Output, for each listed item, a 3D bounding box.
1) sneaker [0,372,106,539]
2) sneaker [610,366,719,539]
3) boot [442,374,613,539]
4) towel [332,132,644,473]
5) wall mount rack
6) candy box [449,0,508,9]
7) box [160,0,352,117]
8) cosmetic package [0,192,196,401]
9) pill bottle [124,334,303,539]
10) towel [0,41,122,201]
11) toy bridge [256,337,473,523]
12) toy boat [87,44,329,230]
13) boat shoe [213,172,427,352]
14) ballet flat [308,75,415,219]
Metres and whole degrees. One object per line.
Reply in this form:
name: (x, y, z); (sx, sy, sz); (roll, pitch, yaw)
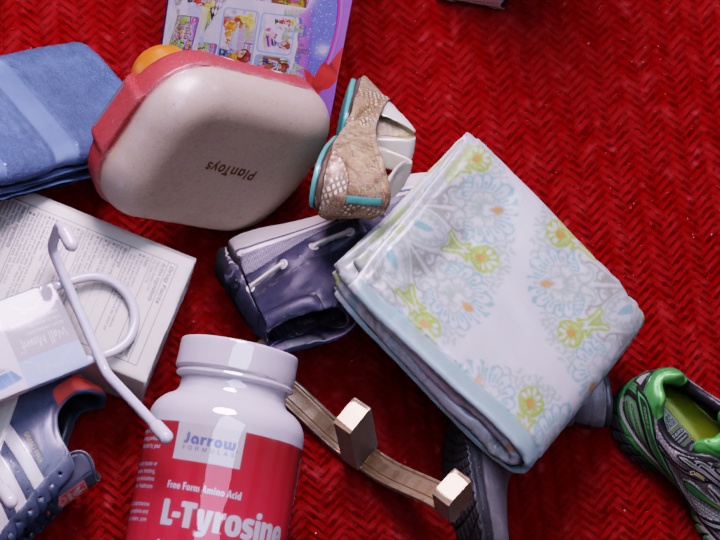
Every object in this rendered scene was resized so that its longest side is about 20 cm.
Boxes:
sneaker: (-0.230, 0.158, 1.602); (0.084, 0.075, 0.202); (13, 71, 4)
sneaker: (0.268, 0.152, 1.691); (0.200, 0.085, 0.078); (41, 70, 3)
boot: (0.127, 0.114, 1.689); (0.130, 0.070, 0.202); (-2, 77, -16)
towel: (0.094, 0.021, 1.653); (0.200, 0.048, 0.171); (46, 60, -4)
wall mount rack: (-0.222, 0.068, 1.547); (0.199, 0.075, 0.175); (-22, 77, -24)
candy box: (0.110, -0.303, 1.745); (0.060, 0.200, 0.138); (9, 70, -8)
box: (-0.073, -0.215, 1.701); (0.135, 0.201, 0.039); (8, 29, -7)
cosmetic package: (-0.229, 0.008, 1.654); (0.199, 0.073, 0.104); (23, 70, -2)
pill bottle: (-0.101, 0.152, 1.597); (0.111, 0.112, 0.202); (11, 80, -6)
towel: (-0.243, -0.105, 1.649); (0.112, 0.049, 0.199); (50, 35, 14)
toy bridge: (-0.004, 0.119, 1.659); (0.199, 0.067, 0.027); (33, 69, 22)
toy boat: (-0.120, -0.112, 1.663); (0.199, 0.131, 0.131); (10, 35, -51)
boat shoe: (0.000, 0.000, 1.683); (0.198, 0.075, 0.093); (-20, 49, -10)
ballet flat: (0.007, -0.085, 1.682); (0.065, 0.071, 0.200); (12, 29, 2)
